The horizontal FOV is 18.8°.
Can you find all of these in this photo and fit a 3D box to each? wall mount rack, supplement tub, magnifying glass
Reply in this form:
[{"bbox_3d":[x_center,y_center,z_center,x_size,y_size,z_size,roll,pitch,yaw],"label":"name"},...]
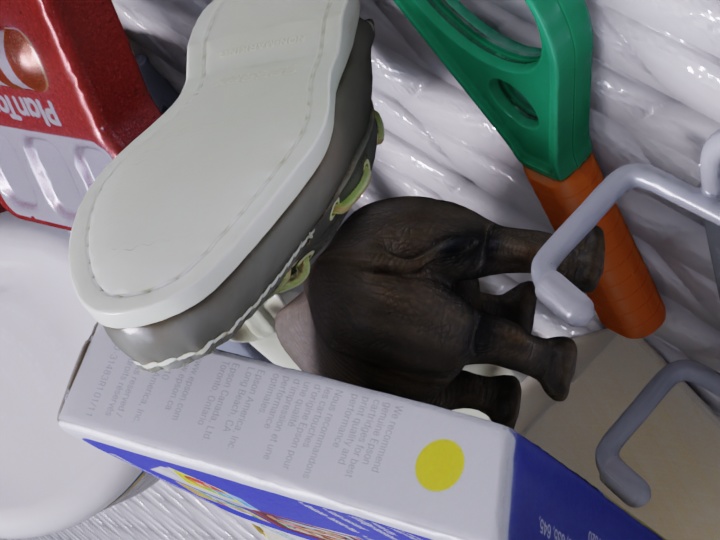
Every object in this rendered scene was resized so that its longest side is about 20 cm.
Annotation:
[{"bbox_3d":[0.136,0.055,0.622,0.174,0.075,0.200,32,161,31],"label":"wall mount rack"},{"bbox_3d":[-0.147,0.046,1.033,0.145,0.145,0.200,44,-178,3],"label":"supplement tub"},{"bbox_3d":[0.054,-0.050,0.670,0.079,0.022,0.200,28,156,45],"label":"magnifying glass"}]

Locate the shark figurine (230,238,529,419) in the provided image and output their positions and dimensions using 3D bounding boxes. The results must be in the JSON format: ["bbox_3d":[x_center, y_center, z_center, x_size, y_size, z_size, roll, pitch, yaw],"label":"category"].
[{"bbox_3d":[-0.021,-0.006,0.851,0.128,0.090,0.214,-27,122,29],"label":"shark figurine"}]

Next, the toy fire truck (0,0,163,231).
[{"bbox_3d":[-0.148,-0.090,0.804,0.200,0.112,0.168,10,127,50],"label":"toy fire truck"}]

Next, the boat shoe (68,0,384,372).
[{"bbox_3d":[-0.032,-0.026,0.662,0.072,0.202,0.060,-8,120,17],"label":"boat shoe"}]

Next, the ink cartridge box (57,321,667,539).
[{"bbox_3d":[0.040,0.080,0.669,0.199,0.047,0.198,12,165,31],"label":"ink cartridge box"}]

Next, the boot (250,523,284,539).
[{"bbox_3d":[-0.019,0.128,1.207,0.154,0.072,0.200,29,163,45],"label":"boot"}]

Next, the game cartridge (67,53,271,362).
[{"bbox_3d":[-0.060,0.004,0.938,0.200,0.041,0.133,51,-165,-21],"label":"game cartridge"}]

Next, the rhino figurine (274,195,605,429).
[{"bbox_3d":[0.015,0.023,0.744,0.087,0.060,0.200,10,164,-8],"label":"rhino figurine"}]

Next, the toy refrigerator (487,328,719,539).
[{"bbox_3d":[0.131,0.118,0.802,0.200,0.070,0.076,47,165,-5],"label":"toy refrigerator"}]
